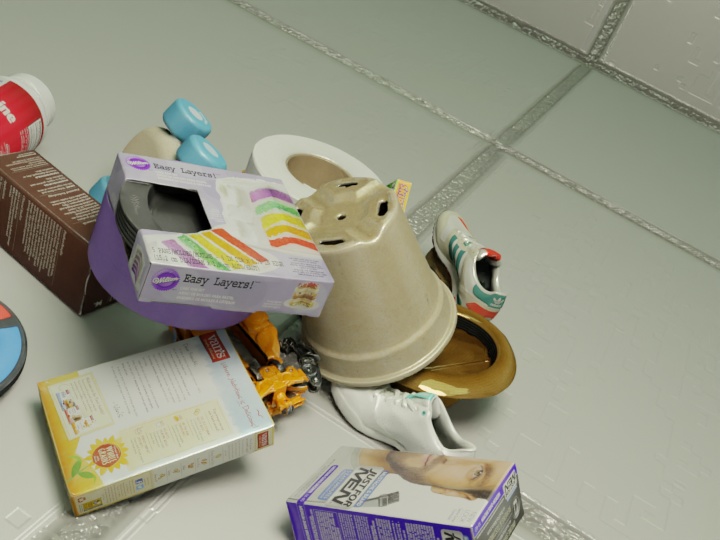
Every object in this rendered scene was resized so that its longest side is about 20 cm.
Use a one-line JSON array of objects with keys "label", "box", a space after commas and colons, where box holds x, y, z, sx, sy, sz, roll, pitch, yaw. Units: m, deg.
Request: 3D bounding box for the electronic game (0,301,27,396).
[{"label": "electronic game", "box": [-0.436, 0.072, 0.845, 0.199, 0.042, 0.200, 16, 33, -11]}]

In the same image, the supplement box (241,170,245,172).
[{"label": "supplement box", "box": [-0.087, -0.061, 1.236, 0.126, 0.074, 0.200, -4, 41, -38]}]

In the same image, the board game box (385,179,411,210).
[{"label": "board game box", "box": [0.040, -0.079, 1.246, 0.030, 0.096, 0.200, 15, 1, -7]}]

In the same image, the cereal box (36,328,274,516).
[{"label": "cereal box", "box": [-0.202, 0.143, 0.845, 0.199, 0.040, 0.144, -15, 47, -23]}]

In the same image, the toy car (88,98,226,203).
[{"label": "toy car", "box": [-0.223, -0.087, 1.144, 0.200, 0.184, 0.177, 35, 19, -42]}]

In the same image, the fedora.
[{"label": "fedora", "box": [0.097, 0.117, 1.086, 0.200, 0.082, 0.201, 10, 36, -7]}]

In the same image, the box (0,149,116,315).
[{"label": "box", "box": [-0.363, -0.050, 1.016, 0.200, 0.100, 0.075, 38, 34, 20]}]

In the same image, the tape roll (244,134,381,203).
[{"label": "tape roll", "box": [-0.066, -0.106, 1.178, 0.202, 0.071, 0.203, 19, 32, -12]}]

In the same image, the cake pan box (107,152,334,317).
[{"label": "cake pan box", "box": [-0.146, -0.037, 0.851, 0.199, 0.052, 0.184, 7, 34, -31]}]

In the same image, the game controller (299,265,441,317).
[{"label": "game controller", "box": [0.013, 0.031, 1.157, 0.200, 0.042, 0.104, -25, 41, -27]}]

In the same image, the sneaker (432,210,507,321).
[{"label": "sneaker", "box": [0.162, -0.017, 1.196, 0.070, 0.093, 0.200, 11, 51, -26]}]

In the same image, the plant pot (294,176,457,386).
[{"label": "plant pot", "box": [0.000, 0.000, 0.997, 0.200, 0.184, 0.201, -11, 40, 9]}]

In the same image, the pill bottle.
[{"label": "pill bottle", "box": [-0.491, -0.191, 1.130, 0.112, 0.113, 0.200, 22, 32, -2]}]

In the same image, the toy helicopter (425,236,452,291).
[{"label": "toy helicopter", "box": [0.162, 0.038, 1.270, 0.132, 0.079, 0.200, 17, 38, -27]}]

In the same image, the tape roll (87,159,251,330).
[{"label": "tape roll", "box": [-0.191, -0.032, 0.939, 0.199, 0.085, 0.200, 20, 30, -12]}]

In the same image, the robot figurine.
[{"label": "robot figurine", "box": [-0.135, 0.098, 0.977, 0.145, 0.058, 0.200, -18, 49, -34]}]

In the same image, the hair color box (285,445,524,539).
[{"label": "hair color box", "box": [0.042, 0.226, 0.813, 0.199, 0.065, 0.109, -1, 19, 31]}]

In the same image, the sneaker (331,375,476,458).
[{"label": "sneaker", "box": [0.054, 0.165, 0.983, 0.200, 0.089, 0.075, 38, 36, 23]}]
